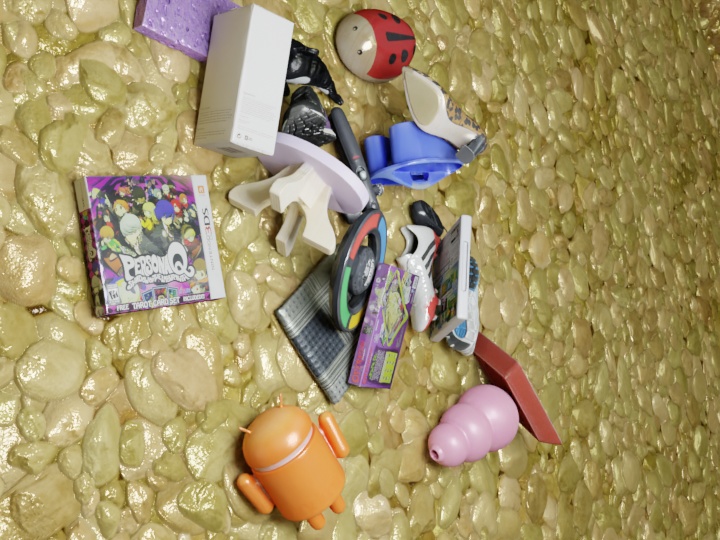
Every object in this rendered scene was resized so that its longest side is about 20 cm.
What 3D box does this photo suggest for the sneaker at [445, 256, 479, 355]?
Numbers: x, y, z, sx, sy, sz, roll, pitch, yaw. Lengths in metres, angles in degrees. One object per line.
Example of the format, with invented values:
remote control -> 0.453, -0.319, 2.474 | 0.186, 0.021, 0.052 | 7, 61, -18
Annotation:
sneaker -> 0.198, 0.070, 1.656 | 0.087, 0.074, 0.204 | 53, 39, -61

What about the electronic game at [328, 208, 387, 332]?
electronic game -> 0.000, 0.000, 1.364 | 0.200, 0.041, 0.204 | 17, 89, -72

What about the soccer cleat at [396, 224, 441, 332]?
soccer cleat -> 0.101, 0.011, 1.560 | 0.084, 0.068, 0.204 | 18, 68, -30

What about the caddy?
caddy -> 0.097, -0.198, 1.540 | 0.198, 0.140, 0.107 | -7, 83, -46

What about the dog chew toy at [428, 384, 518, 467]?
dog chew toy -> 0.201, 0.293, 1.568 | 0.198, 0.124, 0.127 | -25, 100, -39

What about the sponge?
sponge -> -0.245, -0.377, 1.295 | 0.198, 0.030, 0.114 | 19, 69, -44

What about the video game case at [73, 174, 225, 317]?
video game case -> -0.285, -0.039, 1.177 | 0.198, 0.035, 0.185 | -6, 85, -47

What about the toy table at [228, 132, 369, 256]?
toy table -> -0.099, -0.113, 1.306 | 0.118, 0.197, 0.185 | -57, 155, -25

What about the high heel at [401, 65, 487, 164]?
high heel -> 0.146, -0.279, 1.492 | 0.201, 0.071, 0.143 | 53, 26, -4

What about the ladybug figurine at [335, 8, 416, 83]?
ladybug figurine -> 0.039, -0.420, 1.574 | 0.199, 0.071, 0.138 | -20, 96, -47

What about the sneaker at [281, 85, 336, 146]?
sneaker -> -0.094, -0.254, 1.359 | 0.200, 0.074, 0.089 | 23, 49, -84

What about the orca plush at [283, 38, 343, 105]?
orca plush -> -0.092, -0.338, 1.419 | 0.199, 0.070, 0.107 | 35, 58, -37

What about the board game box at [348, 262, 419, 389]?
board game box -> 0.041, 0.096, 1.429 | 0.120, 0.032, 0.204 | 20, 84, -65

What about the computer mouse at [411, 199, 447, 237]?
computer mouse -> 0.155, -0.074, 1.659 | 0.199, 0.034, 0.059 | 37, 27, -41

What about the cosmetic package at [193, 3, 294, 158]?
cosmetic package -> -0.174, -0.277, 1.267 | 0.084, 0.107, 0.204 | 13, 86, -42

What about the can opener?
can opener -> -0.015, -0.184, 1.467 | 0.077, 0.063, 0.204 | -14, 88, -26

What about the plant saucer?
plant saucer -> 0.294, 0.232, 1.653 | 0.036, 0.200, 0.202 | -32, 110, -6

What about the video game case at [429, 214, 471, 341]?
video game case -> 0.162, 0.019, 1.541 | 0.022, 0.200, 0.186 | 7, 74, -8

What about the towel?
towel -> -0.040, 0.085, 1.421 | 0.200, 0.034, 0.194 | -47, 112, -39

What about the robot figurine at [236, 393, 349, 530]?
robot figurine -> -0.096, 0.281, 1.253 | 0.202, 0.142, 0.117 | 59, 24, -19
